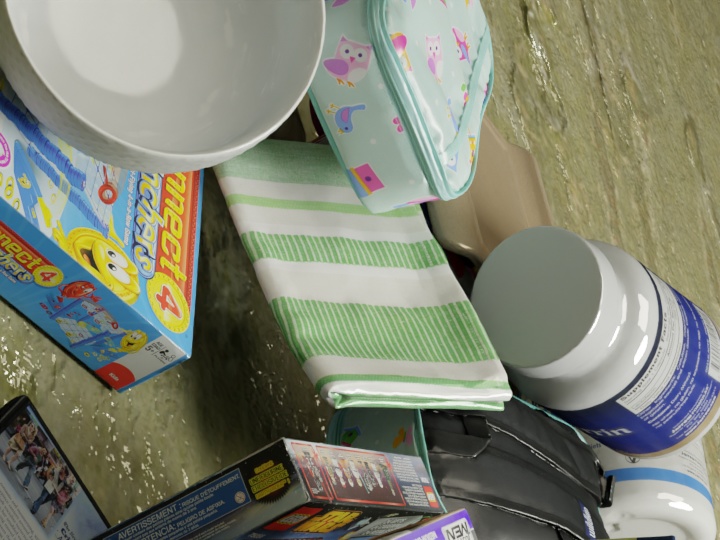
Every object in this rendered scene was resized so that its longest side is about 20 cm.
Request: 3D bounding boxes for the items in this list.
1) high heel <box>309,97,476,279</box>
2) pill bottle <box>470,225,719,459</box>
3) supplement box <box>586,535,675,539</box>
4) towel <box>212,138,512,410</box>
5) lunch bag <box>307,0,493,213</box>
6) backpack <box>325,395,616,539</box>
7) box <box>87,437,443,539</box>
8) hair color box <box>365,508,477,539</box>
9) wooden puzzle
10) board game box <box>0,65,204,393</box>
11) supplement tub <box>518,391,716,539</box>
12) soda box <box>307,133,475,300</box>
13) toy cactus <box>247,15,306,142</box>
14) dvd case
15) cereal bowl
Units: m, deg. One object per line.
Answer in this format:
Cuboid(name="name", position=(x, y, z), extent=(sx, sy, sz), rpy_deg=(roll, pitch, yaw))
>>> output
Cuboid(name="high heel", position=(0.028, -0.051, 1.794), extent=(0.200, 0.067, 0.096), rpy_deg=(56, 13, -46))
Cuboid(name="pill bottle", position=(0.158, 0.046, 1.725), extent=(0.200, 0.115, 0.116), rpy_deg=(32, 40, -54))
Cuboid(name="supplement box", position=(0.085, 0.265, 1.472), extent=(0.201, 0.198, 0.135), rpy_deg=(80, 9, -45))
Cuboid(name="towel", position=(0.000, 0.000, 1.602), extent=(0.152, 0.023, 0.201), rpy_deg=(2, 51, -36))
Cuboid(name="lunch bag", position=(0.028, -0.138, 1.641), extent=(0.200, 0.077, 0.161), rpy_deg=(-71, 142, -53))
Cuboid(name="backpack", position=(0.060, 0.156, 1.649), extent=(0.200, 0.153, 0.177), rpy_deg=(40, 33, -43))
Cuboid(name="box", position=(-0.052, 0.142, 1.443), extent=(0.040, 0.136, 0.200), rpy_deg=(67, 17, 15))
Cuboid(name="hair color box", position=(-0.040, 0.187, 1.348), extent=(0.109, 0.199, 0.065), rpy_deg=(-12, 83, -64))
Cuboid(name="wooden puzzle", position=(0.082, -0.048, 1.802), extent=(0.200, 0.037, 0.186), rpy_deg=(40, 31, -52))
Cuboid(name="board game box", position=(-0.175, -0.064, 1.524), extent=(0.196, 0.056, 0.201), rpy_deg=(42, 34, -36))
Cuboid(name="supplement tub", position=(0.186, 0.122, 1.937), extent=(0.132, 0.132, 0.201), rpy_deg=(37, 36, -43))
Cuboid(name="soda box", position=(0.024, -0.001, 1.741), extent=(0.201, 0.068, 0.063), rpy_deg=(60, 27, -8))
Cuboid(name="toy cactus", position=(-0.086, -0.131, 1.658), extent=(0.102, 0.200, 0.165), rpy_deg=(-46, 130, -18))
Cuboid(name="dvd case", position=(-0.181, 0.166, 1.352), extent=(0.143, 0.017, 0.200), rpy_deg=(59, 28, -11))
Cuboid(name="cereal bowl", position=(-0.124, -0.145, 1.490), extent=(0.199, 0.083, 0.201), rpy_deg=(9, 71, -25))
